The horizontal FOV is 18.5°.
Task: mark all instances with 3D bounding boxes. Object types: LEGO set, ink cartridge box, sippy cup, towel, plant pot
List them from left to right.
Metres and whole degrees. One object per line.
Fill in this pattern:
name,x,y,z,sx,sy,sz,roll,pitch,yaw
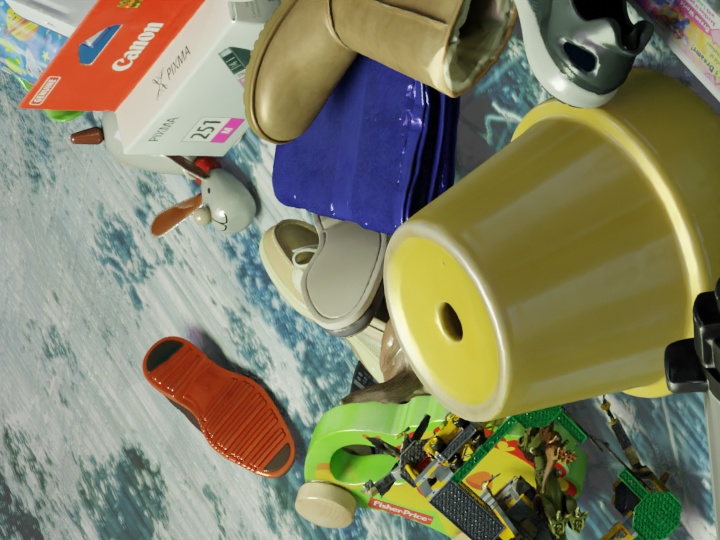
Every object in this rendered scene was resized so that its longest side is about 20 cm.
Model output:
sippy cup,-0.277,-0.221,1.996,0.130,0.140,0.178,35,179,30
ink cartridge box,-0.138,-0.151,1.651,0.200,0.172,0.044,-42,58,49
towel,0.006,-0.107,1.627,0.199,0.049,0.149,16,99,57
LEGO set,0.111,0.136,1.506,0.199,0.154,0.116,34,-173,-25
plant pot,0.124,-0.001,1.363,0.201,0.188,0.202,42,145,40

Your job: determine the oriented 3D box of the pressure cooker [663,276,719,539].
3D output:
pressure cooker,0.270,0.070,1.168,0.178,0.175,0.201,25,135,47

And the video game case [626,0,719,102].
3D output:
video game case,0.229,-0.163,1.231,0.200,0.024,0.183,52,150,27

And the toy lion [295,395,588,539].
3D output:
toy lion,0.061,0.143,1.621,0.198,0.069,0.192,17,147,1

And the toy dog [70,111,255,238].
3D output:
toy dog,-0.182,-0.098,1.939,0.200,0.096,0.133,26,132,52

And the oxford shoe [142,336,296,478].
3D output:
oxford shoe,-0.120,0.134,2.060,0.200,0.071,0.073,41,171,36

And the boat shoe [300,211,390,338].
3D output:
boat shoe,0.000,0.000,1.653,0.063,0.072,0.200,61,-167,-27

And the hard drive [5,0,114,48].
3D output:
hard drive,-0.174,-0.262,1.701,0.132,0.200,0.025,26,161,52

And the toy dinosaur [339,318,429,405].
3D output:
toy dinosaur,0.048,0.039,1.577,0.086,0.201,0.135,39,157,-12

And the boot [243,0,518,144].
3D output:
boot,0.010,-0.151,1.518,0.200,0.066,0.176,27,98,53

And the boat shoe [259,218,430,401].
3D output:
boat shoe,-0.002,0.018,1.736,0.201,0.073,0.063,47,140,29

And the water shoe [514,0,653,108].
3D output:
water shoe,0.124,-0.196,1.339,0.079,0.071,0.201,-47,56,44

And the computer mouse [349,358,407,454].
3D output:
computer mouse,0.015,0.117,1.827,0.059,0.034,0.200,40,151,13
